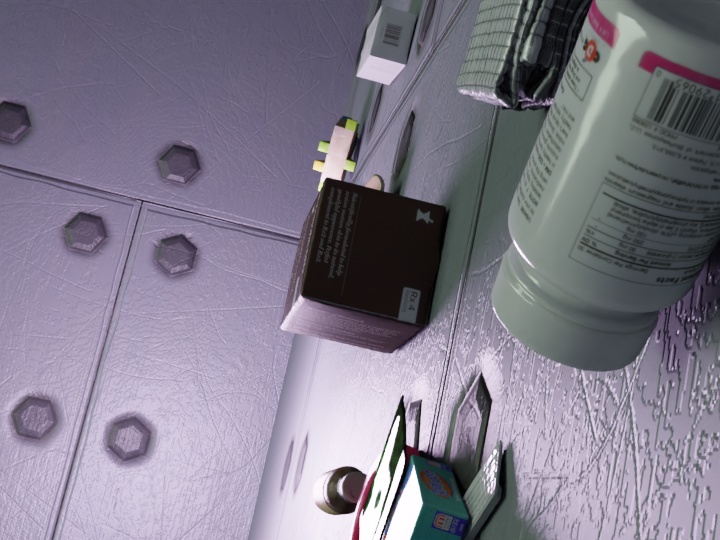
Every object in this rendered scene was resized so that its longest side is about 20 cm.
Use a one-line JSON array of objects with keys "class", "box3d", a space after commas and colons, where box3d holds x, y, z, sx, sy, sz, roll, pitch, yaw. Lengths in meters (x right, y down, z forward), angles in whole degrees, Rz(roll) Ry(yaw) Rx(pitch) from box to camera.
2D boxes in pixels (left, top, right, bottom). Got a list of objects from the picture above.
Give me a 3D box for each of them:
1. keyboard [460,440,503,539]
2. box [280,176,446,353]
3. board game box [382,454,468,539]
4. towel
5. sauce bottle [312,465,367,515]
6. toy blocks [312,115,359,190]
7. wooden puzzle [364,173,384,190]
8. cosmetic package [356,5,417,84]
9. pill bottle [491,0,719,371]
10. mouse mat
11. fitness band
[{"class": "keyboard", "box3d": [0.087, 0.225, 0.962, 0.200, 0.011, 0.056, 111, 170, -45]}, {"class": "box", "box3d": [0.000, 0.000, 1.448, 0.200, 0.164, 0.166, 126, 157, -71]}, {"class": "board game box", "box3d": [0.039, 0.284, 0.993, 0.152, 0.045, 0.200, -99, 28, -85]}, {"class": "towel", "box3d": [0.165, -0.235, 0.965, 0.166, 0.085, 0.200, -127, 53, -79]}, {"class": "sauce bottle", "box3d": [-0.020, 0.294, 1.463, 0.200, 0.065, 0.065, 133, 150, -72]}, {"class": "toy blocks", "box3d": [-0.046, -0.304, 2.747, 0.137, 0.100, 0.200, -65, -8, -66]}, {"class": "wooden puzzle", "box3d": [0.017, -0.053, 1.924, 0.185, 0.046, 0.200, 138, 140, -78]}, {"class": "cosmetic package", "box3d": [0.052, -0.465, 2.279, 0.200, 0.081, 0.113, 175, 109, -84]}, {"class": "pill bottle", "box3d": [0.148, -0.050, 0.600, 0.113, 0.113, 0.200, -87, 13, -56]}, {"class": "mouse mat", "box3d": [0.022, 0.234, 1.156, 0.200, 0.008, 0.161, -80, 8, -77]}, {"class": "fitness band", "box3d": [0.025, 0.275, 1.248, 0.200, 0.037, 0.144, 120, 162, -62]}]
